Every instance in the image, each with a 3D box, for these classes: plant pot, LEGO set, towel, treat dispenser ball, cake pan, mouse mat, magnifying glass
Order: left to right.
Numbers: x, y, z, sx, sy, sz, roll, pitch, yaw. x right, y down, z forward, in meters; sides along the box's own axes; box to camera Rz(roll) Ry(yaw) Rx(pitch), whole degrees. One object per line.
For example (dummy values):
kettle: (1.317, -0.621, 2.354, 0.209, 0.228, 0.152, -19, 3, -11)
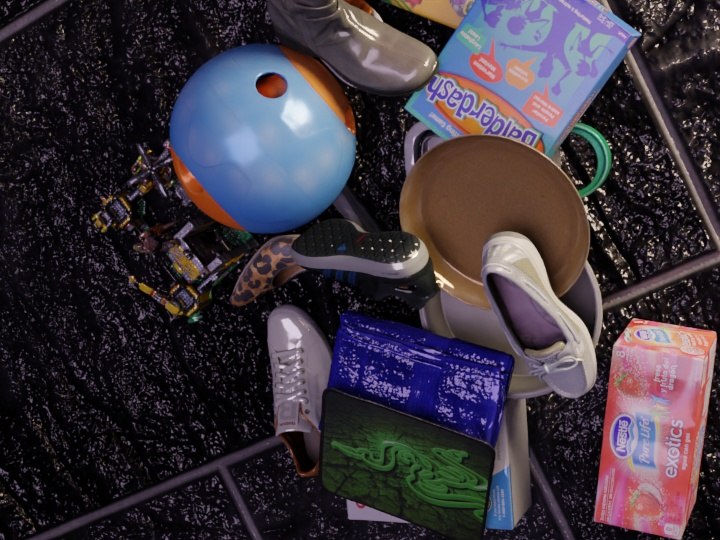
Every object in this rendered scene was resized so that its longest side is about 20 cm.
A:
LEGO set: (-0.222, -0.039, 1.684, 0.153, 0.116, 0.201, -31, 90, 25)
treat dispenser ball: (-0.103, -0.140, 1.575, 0.200, 0.201, 0.202, 5, 105, 20)
mouse mat: (0.046, 0.212, 1.589, 0.199, 0.008, 0.162, 17, 130, 17)
towel: (0.055, 0.135, 1.576, 0.199, 0.050, 0.148, 15, 104, 19)
plant pot: (0.136, -0.050, 1.488, 0.199, 0.028, 0.201, 12, 124, 18)
cake pan: (0.160, 0.034, 1.559, 0.199, 0.037, 0.201, 6, 106, 20)
magnifying glass: (0.164, -0.093, 1.532, 0.199, 0.022, 0.080, -20, 96, 25)

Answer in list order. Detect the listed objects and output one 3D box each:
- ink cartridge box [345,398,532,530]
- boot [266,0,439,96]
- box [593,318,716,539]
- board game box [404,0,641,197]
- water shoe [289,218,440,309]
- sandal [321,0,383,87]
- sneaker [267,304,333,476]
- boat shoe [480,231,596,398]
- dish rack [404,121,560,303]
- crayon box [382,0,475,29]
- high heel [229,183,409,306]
ink cartridge box: (0.082, 0.205, 1.653, 0.199, 0.085, 0.145, 0, 103, 23)
boot: (-0.023, -0.249, 1.467, 0.199, 0.131, 0.068, 25, 74, 20)
box: (0.308, 0.163, 1.543, 0.094, 0.103, 0.201, 9, 108, 20)
board game box: (0.159, -0.198, 1.481, 0.152, 0.045, 0.200, 39, 112, 12)
water shoe: (0.000, 0.000, 1.554, 0.200, 0.071, 0.079, 13, 137, 51)
sandal: (-0.027, -0.274, 1.594, 0.207, 0.059, 0.079, 48, 111, 28)
sneaker: (-0.068, 0.140, 1.698, 0.072, 0.085, 0.201, -14, 96, 26)
boat shoe: (0.175, 0.056, 1.477, 0.074, 0.065, 0.202, -12, 122, 29)
dish rack: (0.136, -0.065, 1.585, 0.171, 0.044, 0.201, 2, 104, 21)
crayon box: (0.092, -0.324, 1.533, 0.199, 0.051, 0.128, 23, 110, 15)
high heel: (-0.046, 0.016, 1.660, 0.200, 0.071, 0.143, -40, 80, 16)
